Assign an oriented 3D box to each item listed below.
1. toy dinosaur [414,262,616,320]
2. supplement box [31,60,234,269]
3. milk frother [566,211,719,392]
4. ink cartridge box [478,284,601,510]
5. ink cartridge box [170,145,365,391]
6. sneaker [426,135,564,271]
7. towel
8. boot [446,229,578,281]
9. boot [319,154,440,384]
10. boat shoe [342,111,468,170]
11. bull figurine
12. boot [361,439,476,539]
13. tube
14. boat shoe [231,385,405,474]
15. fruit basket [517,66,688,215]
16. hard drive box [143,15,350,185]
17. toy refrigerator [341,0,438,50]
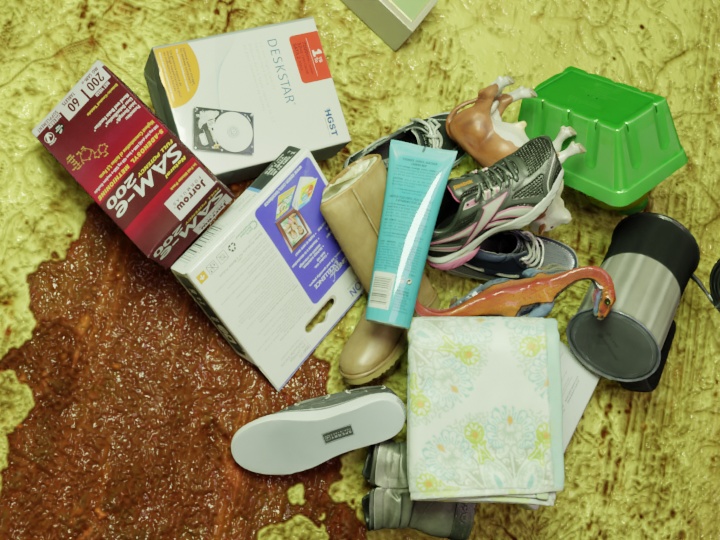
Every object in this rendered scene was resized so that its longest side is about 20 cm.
[{"bbox_3d":[0.192,0.043,1.133,0.199,0.180,0.107,3,64,-54],"label":"toy dinosaur"},{"bbox_3d":[-0.240,-0.112,1.047,0.200,0.061,0.109,44,90,15],"label":"supplement box"},{"bbox_3d":[0.385,0.044,1.213,0.181,0.198,0.189,51,50,-19],"label":"milk frother"},{"bbox_3d":[0.174,0.154,1.215,0.199,0.043,0.198,35,70,-7],"label":"ink cartridge box"},{"bbox_3d":[-0.088,-0.001,1.123,0.198,0.043,0.201,-48,129,-20],"label":"ink cartridge box"},{"bbox_3d":[0.138,-0.080,1.114,0.200,0.081,0.086,-42,140,11],"label":"sneaker"},{"bbox_3d":[0.134,0.151,1.082,0.168,0.048,0.204,1,80,0],"label":"towel"},{"bbox_3d":[0.199,-0.018,1.230,0.196,0.090,0.074,2,79,-20],"label":"boot"},{"bbox_3d":[0.000,0.000,1.128,0.175,0.065,0.202,-47,124,-33],"label":"boot"},{"bbox_3d":[0.072,-0.153,1.220,0.197,0.068,0.075,-18,86,-22],"label":"boat shoe"},{"bbox_3d":[0.194,-0.137,1.187,0.200,0.122,0.065,42,25,-4],"label":"bull figurine"},{"bbox_3d":[0.074,0.202,1.123,0.128,0.068,0.204,12,81,-7],"label":"boot"},{"bbox_3d":[0.049,-0.040,1.088,0.076,0.050,0.204,11,86,10],"label":"tube"},{"bbox_3d":[-0.048,0.170,1.115,0.197,0.066,0.071,-18,107,0],"label":"boat shoe"},{"bbox_3d":[0.306,-0.138,1.263,0.154,0.215,0.218,-31,91,-24],"label":"fruit basket"},{"bbox_3d":[-0.131,-0.191,1.147,0.197,0.077,0.158,-17,87,-23],"label":"hard drive box"},{"bbox_3d":[0.003,-0.379,1.236,0.200,0.070,0.076,42,69,-8],"label":"toy refrigerator"}]
